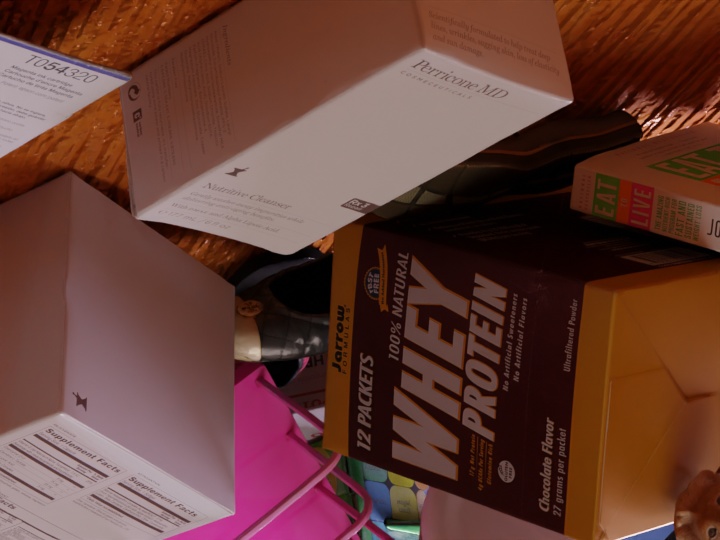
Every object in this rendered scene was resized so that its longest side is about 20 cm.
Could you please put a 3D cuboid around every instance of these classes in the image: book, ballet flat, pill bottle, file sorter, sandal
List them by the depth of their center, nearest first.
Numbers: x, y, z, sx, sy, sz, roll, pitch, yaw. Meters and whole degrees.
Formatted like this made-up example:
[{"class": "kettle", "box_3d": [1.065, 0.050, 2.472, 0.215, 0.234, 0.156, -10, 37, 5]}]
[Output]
[{"class": "book", "box_3d": [0.228, -0.028, 1.285, 0.199, 0.048, 0.133, 18, -160, 37]}, {"class": "sandal", "box_3d": [0.071, -0.070, 1.307, 0.199, 0.055, 0.082, -14, 167, -38]}, {"class": "ballet flat", "box_3d": [0.000, 0.000, 1.430, 0.199, 0.067, 0.057, -22, 137, -13]}, {"class": "file sorter", "box_3d": [-0.049, 0.186, 1.441, 0.139, 0.125, 0.201, -37, 126, -14]}, {"class": "pill bottle", "box_3d": [0.090, 0.178, 1.480, 0.115, 0.117, 0.200, -9, 159, -4]}, {"class": "sandal", "box_3d": [-0.064, 0.057, 1.523, 0.075, 0.045, 0.200, 0, 139, -28]}]

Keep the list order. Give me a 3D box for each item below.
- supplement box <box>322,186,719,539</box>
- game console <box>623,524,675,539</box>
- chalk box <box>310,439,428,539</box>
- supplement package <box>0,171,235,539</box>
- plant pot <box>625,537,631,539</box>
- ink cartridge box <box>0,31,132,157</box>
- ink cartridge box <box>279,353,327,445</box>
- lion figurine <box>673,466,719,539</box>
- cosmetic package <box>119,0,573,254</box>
[{"class": "supplement box", "box_3d": [0.118, 0.043, 1.330, 0.196, 0.134, 0.199, -9, -162, -44]}, {"class": "game console", "box_3d": [0.159, 0.096, 1.563, 0.200, 0.119, 0.172, -47, 139, 15]}, {"class": "chalk box", "box_3d": [-0.005, 0.187, 1.652, 0.199, 0.125, 0.124, -22, 155, 34]}, {"class": "supplement package", "box_3d": [-0.192, 0.073, 1.360, 0.199, 0.153, 0.150, -22, 142, 28]}, {"class": "plant pot", "box_3d": [0.199, 0.139, 1.727, 0.199, 0.202, 0.183, -12, 151, 4]}, {"class": "ink cartridge box", "box_3d": [-0.241, -0.087, 1.113, 0.199, 0.044, 0.196, -27, 153, 33]}, {"class": "ink cartridge box", "box_3d": [0.007, 0.085, 1.656, 0.115, 0.067, 0.200, -12, 160, 8]}, {"class": "lion figurine", "box_3d": [0.240, 0.073, 1.261, 0.122, 0.201, 0.073, 11, 151, 18]}, {"class": "cosmetic package", "box_3d": [-0.010, -0.087, 1.168, 0.112, 0.082, 0.199, 13, 151, -43]}]
